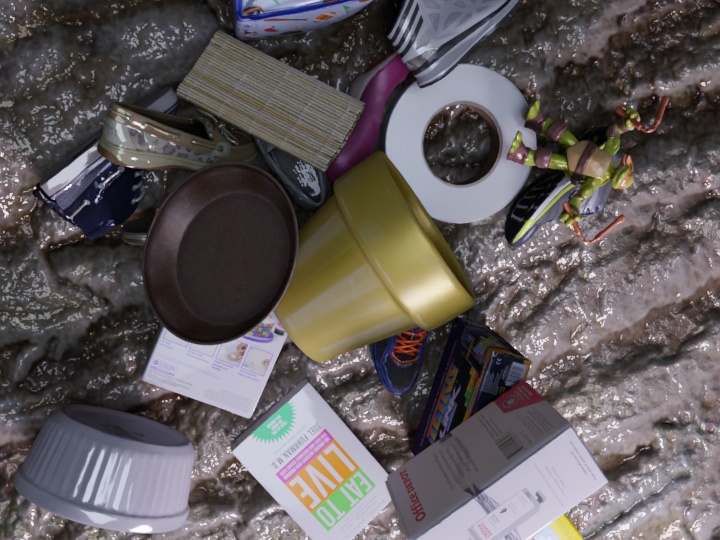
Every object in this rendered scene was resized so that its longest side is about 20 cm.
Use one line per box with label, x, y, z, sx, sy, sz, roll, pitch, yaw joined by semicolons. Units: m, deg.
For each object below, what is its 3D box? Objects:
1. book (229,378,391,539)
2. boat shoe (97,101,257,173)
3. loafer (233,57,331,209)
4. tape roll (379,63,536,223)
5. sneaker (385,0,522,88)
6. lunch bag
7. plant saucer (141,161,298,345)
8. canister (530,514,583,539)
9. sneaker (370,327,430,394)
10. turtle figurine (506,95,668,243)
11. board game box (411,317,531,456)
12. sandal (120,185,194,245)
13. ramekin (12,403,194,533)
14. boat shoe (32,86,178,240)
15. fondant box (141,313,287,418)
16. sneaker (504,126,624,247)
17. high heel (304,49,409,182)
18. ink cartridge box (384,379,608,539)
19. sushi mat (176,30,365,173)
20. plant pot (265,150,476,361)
book;-0.057;0.261;1.047;0.134;0.048;0.200;-41;102;-5
boat shoe;-0.194;-0.150;0.887;0.200;0.073;0.063;-9;126;-48
loafer;-0.093;-0.165;0.947;0.070;0.070;0.200;-32;104;-2
tape roll;0.125;-0.161;1.005;0.202;0.037;0.204;-2;100;-9
sneaker;0.108;-0.320;0.932;0.201;0.076;0.115;-46;108;-20
lunch bag;-0.049;-0.332;0.876;0.199;0.170;0.124;-9;102;-7
plant saucer;-0.147;-0.017;0.854;0.200;0.037;0.201;-6;75;23
canister;0.189;0.381;1.089;0.200;0.087;0.149;-39;105;-3
sneaker;0.061;0.064;1.012;0.075;0.078;0.201;6;99;-11
turtle figurine;0.271;-0.145;0.958;0.161;0.064;0.201;29;90;12
board game box;0.134;0.177;1.000;0.056;0.165;0.201;16;97;-12
sandal;-0.190;-0.081;0.939;0.199;0.080;0.054;-19;113;-12
ramekin;-0.288;0.225;0.923;0.202;0.202;0.095;19;85;-13
boat shoe;-0.277;-0.123;0.929;0.200;0.075;0.093;-37;118;-1
fondant box;-0.166;0.064;0.981;0.144;0.058;0.201;23;96;-15
sneaker;0.274;-0.094;1.028;0.200;0.074;0.081;-41;107;1
high heel;0.021;-0.188;0.960;0.200;0.067;0.096;-45;108;-13
ink cartridge box;0.138;0.225;0.849;0.200;0.147;0.083;-36;104;0
sushi mat;-0.102;-0.196;0.904;0.199;0.012;0.096;28;76;5
plant pot;0.000;0.000;0.888;0.188;0.201;0.201;-33;104;11
